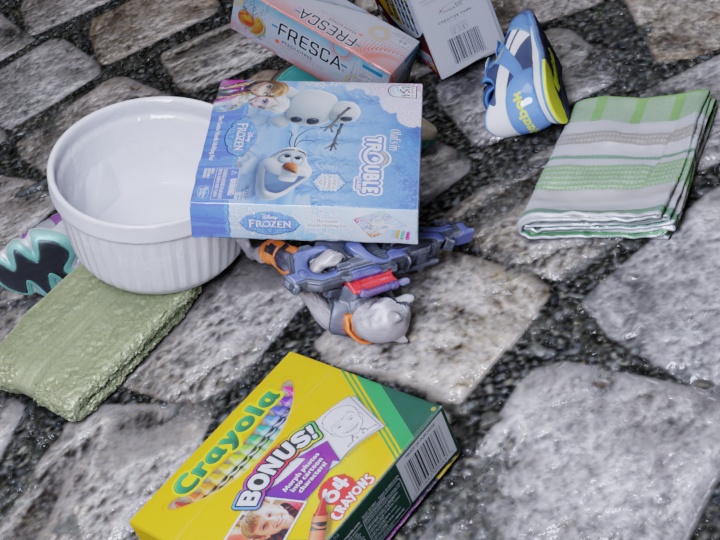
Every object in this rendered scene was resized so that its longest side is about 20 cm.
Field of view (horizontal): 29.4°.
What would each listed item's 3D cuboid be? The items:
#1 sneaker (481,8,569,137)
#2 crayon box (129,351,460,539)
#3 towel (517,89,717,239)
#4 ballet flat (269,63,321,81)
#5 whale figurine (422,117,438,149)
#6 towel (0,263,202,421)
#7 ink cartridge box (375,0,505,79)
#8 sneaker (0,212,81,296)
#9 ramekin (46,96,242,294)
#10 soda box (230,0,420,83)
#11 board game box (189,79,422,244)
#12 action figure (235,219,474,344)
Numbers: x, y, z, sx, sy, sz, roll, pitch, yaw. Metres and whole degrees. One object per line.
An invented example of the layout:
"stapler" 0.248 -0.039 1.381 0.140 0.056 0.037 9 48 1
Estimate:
"sneaker" 0.160 -0.202 1.401 0.082 0.074 0.200 -25 27 20
"crayon box" -0.051 0.167 1.064 0.172 0.058 0.200 16 52 42
"towel" 0.238 -0.103 1.269 0.148 0.031 0.200 1 42 29
"ballet flat" -0.041 -0.211 1.534 0.200 0.068 0.068 -37 3 -35
"whale figurine" -0.022 -0.118 1.397 0.199 0.104 0.159 -13 35 -28
"towel" -0.256 0.056 1.329 0.148 0.037 0.200 18 52 33
"ink cartridge box" 0.063 -0.328 1.505 0.084 0.176 0.200 -27 27 -4
"sneaker" -0.301 -0.050 1.471 0.199 0.078 0.140 -18 34 -8
"ramekin" -0.197 -0.068 1.329 0.199 0.105 0.201 0 43 0
"soda box" -0.039 -0.253 1.475 0.199 0.064 0.068 31 52 9
"board game box" -0.043 -0.103 1.250 0.198 0.044 0.201 2 40 2
"action figure" 0.000 0.000 1.248 0.199 0.105 0.194 -10 37 -26
